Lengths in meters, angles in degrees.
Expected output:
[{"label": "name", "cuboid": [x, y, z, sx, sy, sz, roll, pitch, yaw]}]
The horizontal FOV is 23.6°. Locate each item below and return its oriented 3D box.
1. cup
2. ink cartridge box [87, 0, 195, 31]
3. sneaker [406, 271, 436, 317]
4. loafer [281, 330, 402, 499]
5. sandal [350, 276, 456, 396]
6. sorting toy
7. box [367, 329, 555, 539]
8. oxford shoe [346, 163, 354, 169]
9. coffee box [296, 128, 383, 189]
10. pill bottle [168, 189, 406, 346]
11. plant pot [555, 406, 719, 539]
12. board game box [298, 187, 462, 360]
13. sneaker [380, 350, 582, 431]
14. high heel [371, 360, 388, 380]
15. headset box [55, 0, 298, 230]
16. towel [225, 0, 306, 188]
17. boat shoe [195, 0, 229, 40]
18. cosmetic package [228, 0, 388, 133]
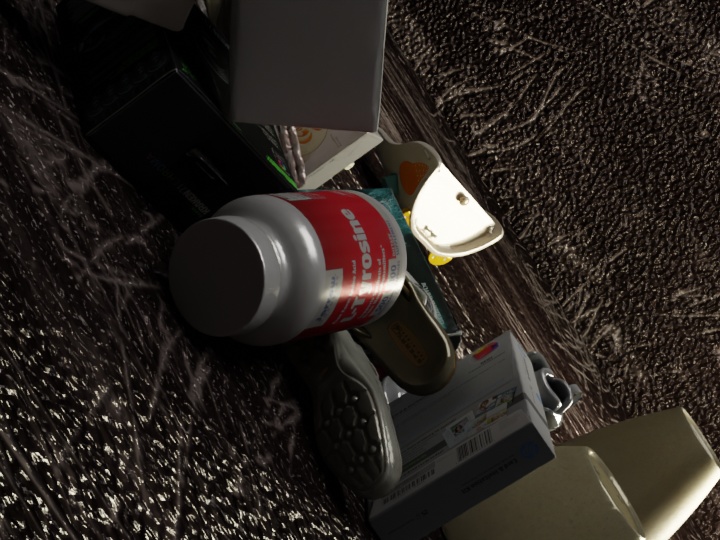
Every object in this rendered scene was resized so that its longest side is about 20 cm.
[{"label": "cup", "cuboid": [0.179, 0.244, 1.605, 0.201, 0.143, 0.201, 53, 12, -16]}, {"label": "ink cartridge box", "cuboid": [-0.205, -0.270, 1.281, 0.199, 0.118, 0.067, 20, 24, -22]}, {"label": "sneaker", "cuboid": [-0.012, -0.006, 1.524, 0.199, 0.077, 0.081, 34, -16, 17]}, {"label": "loafer", "cuboid": [-0.005, 0.108, 1.384, 0.070, 0.070, 0.201, 36, 21, -39]}, {"label": "sandal", "cuboid": [0.002, 0.022, 1.443, 0.200, 0.080, 0.054, 48, 10, 14]}, {"label": "sorting toy", "cuboid": [0.078, -0.118, 2.371, 0.200, 0.107, 0.180, 43, 9, -48]}, {"label": "box", "cuboid": [0.077, 0.138, 1.433, 0.041, 0.155, 0.200, 55, 10, -17]}, {"label": "oxford shoe", "cuboid": [-0.056, -0.217, 2.150, 0.201, 0.057, 0.075, 61, 9, 15]}, {"label": "coffee box", "cuboid": [-0.080, -0.192, 1.816, 0.201, 0.114, 0.080, 58, 11, 9]}, {"label": "pill bottle", "cuboid": [-0.055, -0.003, 1.310, 0.113, 0.112, 0.200, 58, 27, 12]}, {"label": "plant pot", "cuboid": [0.329, 0.257, 2.079, 0.188, 0.199, 0.187, 53, 10, -14]}, {"label": "board game box", "cuboid": [0.000, 0.000, 1.620, 0.134, 0.028, 0.201, -2, 46, -25]}, {"label": "sneaker", "cuboid": [0.111, 0.118, 1.605, 0.199, 0.115, 0.076, 16, 51, -36]}, {"label": "high heel", "cuboid": [0.008, 0.038, 1.703, 0.201, 0.067, 0.097, -99, 164, -54]}, {"label": "headset box", "cuboid": [-0.148, -0.133, 1.397, 0.174, 0.092, 0.201, 46, 15, -40]}, {"label": "towel", "cuboid": [-0.096, -0.174, 1.638, 0.191, 0.032, 0.202, -152, -131, -80]}, {"label": "boat shoe", "cuboid": [-0.155, -0.199, 1.627, 0.075, 0.073, 0.202, 121, -44, -75]}, {"label": "cosmetic package", "cuboid": [-0.039, -0.236, 1.366, 0.200, 0.122, 0.202, -94, -173, -68]}]
